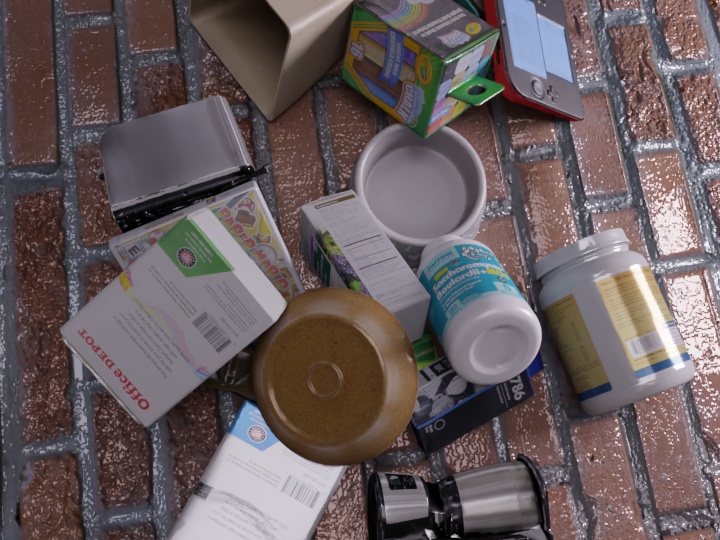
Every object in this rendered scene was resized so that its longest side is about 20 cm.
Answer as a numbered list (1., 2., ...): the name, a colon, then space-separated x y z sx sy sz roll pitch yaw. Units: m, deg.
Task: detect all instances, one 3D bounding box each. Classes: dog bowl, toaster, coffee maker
1. dog bowl: 0.077 -0.109 1.107 0.198 0.059 0.202 1 74 -5
2. toaster: -0.212 -0.108 1.021 0.198 0.181 0.120 -19 75 -9
3. coffee maker: 0.112 0.320 0.951 0.198 0.135 0.194 -6 76 -5

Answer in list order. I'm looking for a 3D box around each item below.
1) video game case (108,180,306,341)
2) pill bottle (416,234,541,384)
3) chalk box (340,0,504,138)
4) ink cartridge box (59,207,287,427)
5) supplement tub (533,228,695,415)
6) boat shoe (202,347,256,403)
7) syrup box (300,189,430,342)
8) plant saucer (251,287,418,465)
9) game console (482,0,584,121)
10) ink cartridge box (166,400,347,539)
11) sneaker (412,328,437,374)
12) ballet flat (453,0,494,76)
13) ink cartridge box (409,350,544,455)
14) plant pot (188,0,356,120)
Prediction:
1. video game case: -0.170 0.011 0.988 0.181 0.201 0.023 -22 34 1
2. pill bottle: 0.130 0.035 0.990 0.110 0.112 0.200 -12 33 -7
3. chalk box: 0.092 -0.269 1.083 0.200 0.124 0.124 41 53 20
4. ink cartridge box: -0.204 0.051 0.910 0.200 0.088 0.146 -39 96 11
5. supplement tub: 0.310 0.064 1.030 0.143 0.145 0.202 -18 77 -9
6. boat shoe: -0.117 0.131 1.021 0.199 0.066 0.072 19 86 -15
7. syrup box: 0.000 0.000 1.018 0.081 0.079 0.200 -20 53 -22
8. plant saucer: -0.036 0.120 0.918 0.198 0.035 0.202 0 91 16
9. game console: 0.242 -0.314 1.146 0.176 0.031 0.202 6 71 -37
10. ink cartridge box: -0.121 0.278 0.971 0.144 0.084 0.201 28 73 4
11. sneaker: 0.000 0.092 1.043 0.198 0.074 0.084 11 64 -11
12. ballet flat: 0.190 -0.351 1.178 0.063 0.067 0.201 -26 78 -15
13. ink cartridge box: 0.146 0.139 1.027 0.199 0.039 0.100 -29 118 -11
14. plant pot: -0.097 -0.363 1.103 0.177 0.200 0.200 -34 79 -23
